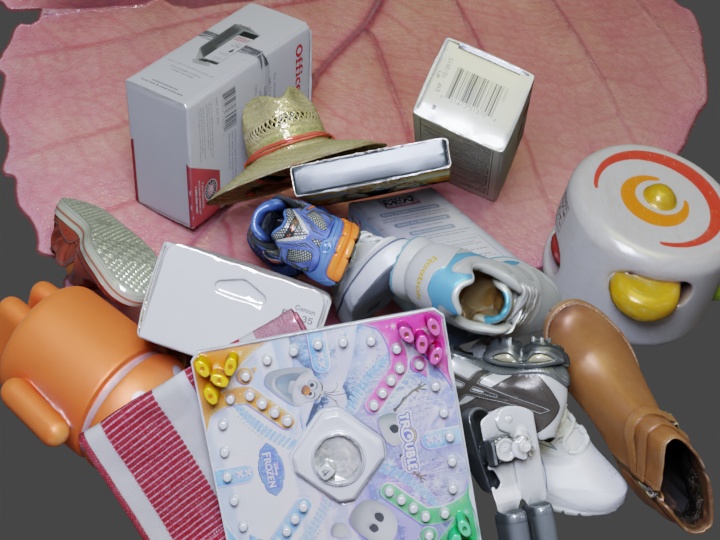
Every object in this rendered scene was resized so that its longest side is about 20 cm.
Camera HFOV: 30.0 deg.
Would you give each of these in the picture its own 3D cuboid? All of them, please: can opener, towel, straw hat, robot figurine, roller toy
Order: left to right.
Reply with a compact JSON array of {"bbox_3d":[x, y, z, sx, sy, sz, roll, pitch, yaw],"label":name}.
[{"bbox_3d":[-0.220,0.091,1.127,0.199,0.144,0.117,35,87,19],"label":"robot figurine"},{"bbox_3d":[-0.102,0.139,1.051,0.198,0.145,0.023,-30,13,3],"label":"towel"},{"bbox_3d":[-0.075,-0.131,1.307,0.199,0.200,0.086,-17,88,-28],"label":"straw hat"},{"bbox_3d":[0.131,0.209,1.102,0.052,0.066,0.203,-9,84,-26],"label":"can opener"},{"bbox_3d":[0.283,-0.031,1.362,0.199,0.141,0.182,-26,57,-33],"label":"roller toy"}]

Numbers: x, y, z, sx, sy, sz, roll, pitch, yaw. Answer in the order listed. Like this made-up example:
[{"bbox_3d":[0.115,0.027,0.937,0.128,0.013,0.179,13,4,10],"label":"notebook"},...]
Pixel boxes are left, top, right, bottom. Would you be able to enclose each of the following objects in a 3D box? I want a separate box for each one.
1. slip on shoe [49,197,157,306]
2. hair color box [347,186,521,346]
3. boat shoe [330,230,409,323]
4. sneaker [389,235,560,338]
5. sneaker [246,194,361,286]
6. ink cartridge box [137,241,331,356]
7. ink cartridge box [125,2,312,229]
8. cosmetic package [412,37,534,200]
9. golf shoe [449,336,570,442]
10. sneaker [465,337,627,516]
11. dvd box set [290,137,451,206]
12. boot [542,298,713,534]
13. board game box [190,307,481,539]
[{"bbox_3d":[-0.235,-0.007,1.216,0.073,0.062,0.200,12,14,-35],"label":"slip on shoe"},{"bbox_3d":[0.074,-0.007,1.299,0.098,0.061,0.200,-12,33,-25],"label":"hair color box"},{"bbox_3d":[0.000,0.000,1.216,0.073,0.200,0.066,-29,82,-20],"label":"boat shoe"},{"bbox_3d":[0.114,0.027,1.155,0.198,0.078,0.080,11,13,-46],"label":"sneaker"},{"bbox_3d":[-0.066,-0.039,1.219,0.078,0.199,0.076,28,82,-21],"label":"sneaker"},{"bbox_3d":[-0.104,0.036,1.150,0.144,0.084,0.200,19,0,-1],"label":"ink cartridge box"},{"bbox_3d":[-0.140,-0.161,1.365,0.082,0.148,0.200,24,43,25],"label":"ink cartridge box"},{"bbox_3d":[0.115,-0.151,1.382,0.102,0.200,0.088,24,81,6],"label":"cosmetic package"},{"bbox_3d":[0.085,0.108,1.166,0.197,0.077,0.096,-3,80,30],"label":"golf shoe"},{"bbox_3d":[0.157,0.141,1.201,0.199,0.088,0.074,38,41,18],"label":"sneaker"},{"bbox_3d":[0.015,-0.091,1.276,0.144,0.200,0.030,-11,89,3],"label":"dvd box set"},{"bbox_3d":[0.230,0.125,1.147,0.076,0.202,0.155,-24,12,0],"label":"boot"},{"bbox_3d":[-0.017,0.145,1.028,0.197,0.203,0.026,-10,10,2],"label":"board game box"}]
